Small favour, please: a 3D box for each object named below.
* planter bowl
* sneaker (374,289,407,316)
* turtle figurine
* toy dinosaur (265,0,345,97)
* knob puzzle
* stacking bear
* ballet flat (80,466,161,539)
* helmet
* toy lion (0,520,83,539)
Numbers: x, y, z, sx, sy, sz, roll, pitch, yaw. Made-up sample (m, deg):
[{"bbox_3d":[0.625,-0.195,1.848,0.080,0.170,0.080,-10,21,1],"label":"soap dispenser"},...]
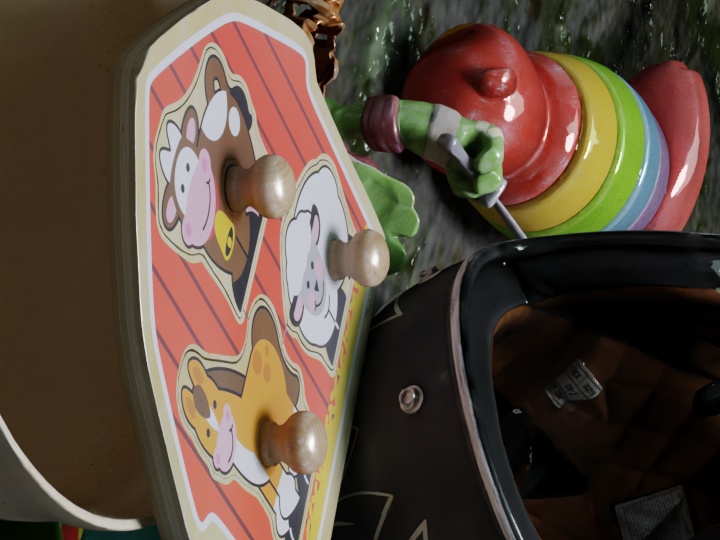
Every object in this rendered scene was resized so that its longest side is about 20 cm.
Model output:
[{"bbox_3d":[-0.131,-0.019,0.774,0.200,0.134,0.202,-4,90,-66],"label":"planter bowl"},{"bbox_3d":[0.076,0.098,1.214,0.200,0.074,0.080,44,10,-7],"label":"sneaker"},{"bbox_3d":[0.000,0.000,1.028,0.194,0.143,0.202,-77,152,-77],"label":"turtle figurine"},{"bbox_3d":[-0.062,-0.049,0.920,0.200,0.135,0.103,-45,145,-22],"label":"toy dinosaur"},{"bbox_3d":[-0.029,0.001,0.798,0.219,0.030,0.222,-3,90,-70],"label":"knob puzzle"},{"bbox_3d":[0.093,-0.073,1.344,0.199,0.121,0.115,20,60,-54],"label":"stacking bear"},{"bbox_3d":[-0.075,0.166,0.796,0.070,0.067,0.202,-14,100,-42],"label":"ballet flat"},{"bbox_3d":[0.075,0.083,0.943,0.200,0.189,0.202,174,-90,-86],"label":"helmet"},{"bbox_3d":[-0.107,0.116,0.908,0.200,0.068,0.193,58,28,-46],"label":"toy lion"}]
